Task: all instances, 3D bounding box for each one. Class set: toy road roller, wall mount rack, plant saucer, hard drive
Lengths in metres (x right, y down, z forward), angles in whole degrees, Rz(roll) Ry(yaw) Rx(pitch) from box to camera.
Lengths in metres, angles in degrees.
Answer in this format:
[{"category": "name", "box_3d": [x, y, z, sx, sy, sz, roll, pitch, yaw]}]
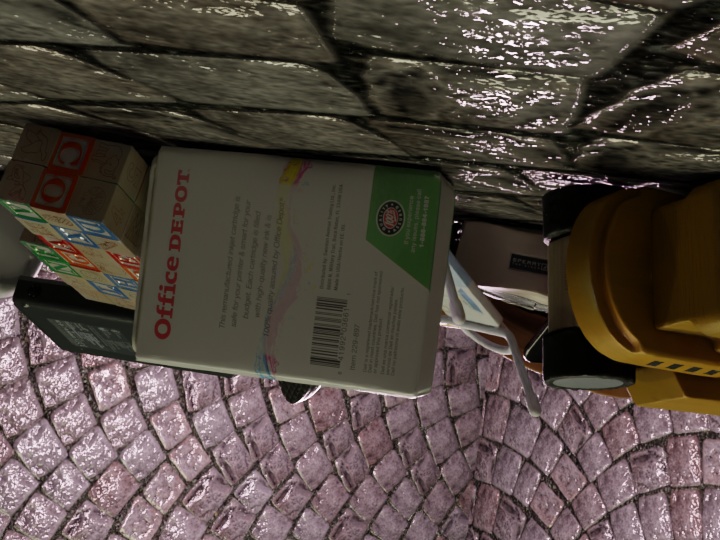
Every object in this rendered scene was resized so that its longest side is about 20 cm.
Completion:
[{"category": "toy road roller", "box_3d": [0.207, 0.013, 0.717, 0.198, 0.125, 0.146, 10, 165, -27]}, {"category": "wall mount rack", "box_3d": [0.070, 0.035, 0.961, 0.173, 0.075, 0.200, 12, 151, 52]}, {"category": "plant saucer", "box_3d": [0.200, 0.076, 1.261, 0.198, 0.033, 0.200, 20, -170, -4]}, {"category": "hard drive", "box_3d": [-0.225, 0.058, 1.194, 0.197, 0.033, 0.140, 8, 157, 13]}]

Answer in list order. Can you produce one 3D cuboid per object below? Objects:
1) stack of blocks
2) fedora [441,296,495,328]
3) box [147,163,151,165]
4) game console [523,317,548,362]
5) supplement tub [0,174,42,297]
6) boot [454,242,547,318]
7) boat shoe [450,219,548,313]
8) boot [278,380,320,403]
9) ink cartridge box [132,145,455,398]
[{"category": "stack of blocks", "box_3d": [-0.186, -0.030, 0.883, 0.114, 0.059, 0.200, 12, 161, 18]}, {"category": "fedora", "box_3d": [0.116, 0.025, 1.399, 0.198, 0.083, 0.201, 8, 176, 1]}, {"category": "box", "box_3d": [-0.159, -0.053, 1.042, 0.191, 0.048, 0.199, 1, 173, 37]}, {"category": "game console", "box_3d": [0.259, 0.051, 0.939, 0.198, 0.120, 0.172, 1, -161, -28]}, {"category": "supplement tub", "box_3d": [-0.429, -0.041, 1.233, 0.198, 0.124, 0.122, 5, 176, 28]}, {"category": "boot", "box_3d": [0.127, 0.000, 1.242, 0.172, 0.070, 0.200, 12, 175, 24]}, {"category": "boat shoe", "box_3d": [0.161, -0.001, 1.048, 0.198, 0.076, 0.093, 17, -179, -3]}, {"category": "boot", "box_3d": [0.005, 0.060, 1.164, 0.130, 0.070, 0.200, -6, 151, -34]}, {"category": "ink cartridge box", "box_3d": [-0.044, 0.000, 0.819, 0.197, 0.147, 0.087, 6, 178, 11]}]
